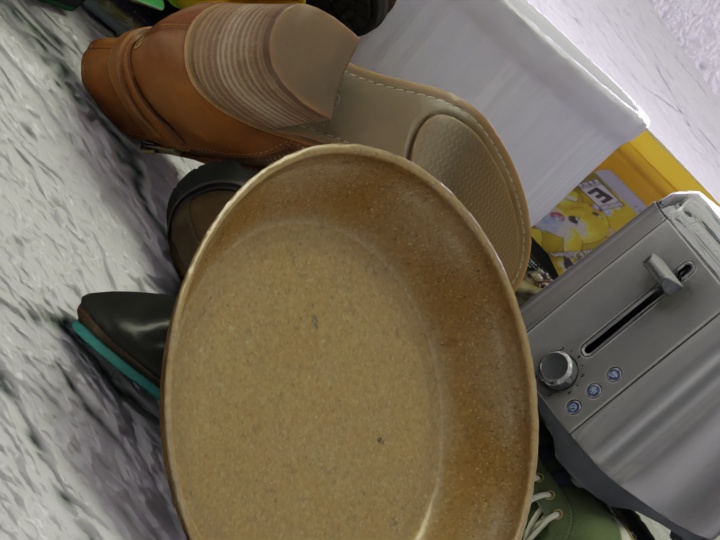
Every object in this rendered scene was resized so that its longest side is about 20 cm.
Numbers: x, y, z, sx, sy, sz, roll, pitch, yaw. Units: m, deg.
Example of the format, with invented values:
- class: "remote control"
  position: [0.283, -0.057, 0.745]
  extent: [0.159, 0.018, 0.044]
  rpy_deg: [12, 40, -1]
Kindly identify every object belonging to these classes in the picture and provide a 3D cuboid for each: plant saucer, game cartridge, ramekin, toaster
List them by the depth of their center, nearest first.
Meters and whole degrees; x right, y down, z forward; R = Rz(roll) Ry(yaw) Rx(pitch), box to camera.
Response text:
- class: "plant saucer"
  position: [-0.010, 0.054, 1.019]
  extent: [0.200, 0.035, 0.202]
  rpy_deg: [7, 81, -46]
- class: "toaster"
  position: [0.159, 0.050, 1.304]
  extent: [0.114, 0.129, 0.200]
  rpy_deg: [55, 12, 33]
- class: "ramekin"
  position: [0.054, -0.112, 1.479]
  extent: [0.200, 0.098, 0.201]
  rpy_deg: [40, 9, -8]
- class: "game cartridge"
  position: [0.161, -0.019, 1.744]
  extent: [0.200, 0.176, 0.033]
  rpy_deg: [44, 56, -27]

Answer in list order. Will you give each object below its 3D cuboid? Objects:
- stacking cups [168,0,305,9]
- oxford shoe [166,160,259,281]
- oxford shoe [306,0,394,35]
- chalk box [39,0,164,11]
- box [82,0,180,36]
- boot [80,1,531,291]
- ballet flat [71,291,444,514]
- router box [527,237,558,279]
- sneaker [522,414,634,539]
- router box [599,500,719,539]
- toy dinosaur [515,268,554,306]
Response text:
- class: "stacking cups"
  position: [-0.096, -0.193, 1.362]
  extent: [0.060, 0.060, 0.200]
  rpy_deg: [30, 24, -56]
- class: "oxford shoe"
  position: [-0.007, 0.040, 1.200]
  extent: [0.200, 0.073, 0.085]
  rpy_deg: [34, 21, -18]
- class: "oxford shoe"
  position: [-0.030, -0.192, 1.397]
  extent: [0.084, 0.073, 0.200]
  rpy_deg: [-17, 46, -28]
- class: "chalk box"
  position: [-0.147, -0.212, 1.278]
  extent: [0.200, 0.124, 0.125]
  rpy_deg: [55, 14, 17]
- class: "box"
  position: [-0.101, -0.149, 1.449]
  extent: [0.200, 0.040, 0.137]
  rpy_deg: [40, 16, -39]
- class: "boot"
  position: [-0.027, -0.050, 1.248]
  extent: [0.200, 0.077, 0.155]
  rpy_deg: [35, -22, -33]
- class: "ballet flat"
  position: [-0.027, 0.054, 1.075]
  extent: [0.200, 0.068, 0.068]
  rpy_deg: [44, -1, -30]
- class: "router box"
  position: [0.050, -0.021, 1.580]
  extent: [0.200, 0.051, 0.149]
  rpy_deg: [44, 13, -26]
- class: "sneaker"
  position: [0.066, 0.102, 1.288]
  extent: [0.090, 0.067, 0.200]
  rpy_deg: [36, 17, -27]
- class: "router box"
  position: [0.165, 0.100, 1.466]
  extent: [0.149, 0.062, 0.200]
  rpy_deg: [-16, 63, -39]
- class: "toy dinosaur"
  position: [0.000, 0.000, 1.321]
  extent: [0.199, 0.048, 0.088]
  rpy_deg: [23, 39, 11]
